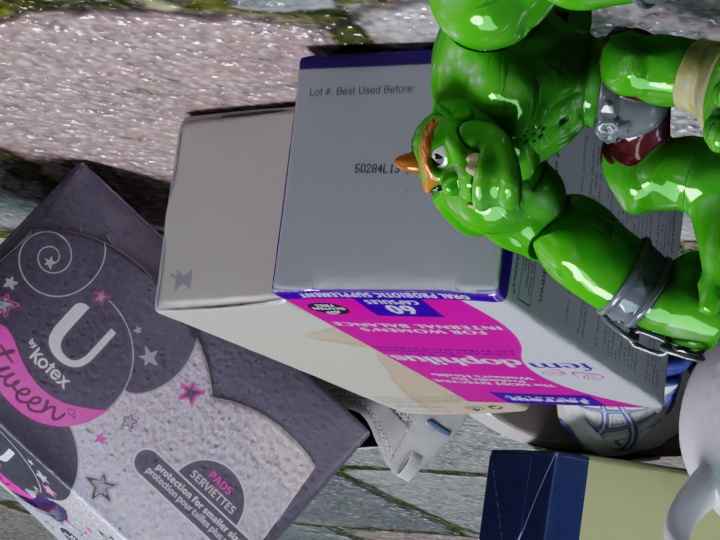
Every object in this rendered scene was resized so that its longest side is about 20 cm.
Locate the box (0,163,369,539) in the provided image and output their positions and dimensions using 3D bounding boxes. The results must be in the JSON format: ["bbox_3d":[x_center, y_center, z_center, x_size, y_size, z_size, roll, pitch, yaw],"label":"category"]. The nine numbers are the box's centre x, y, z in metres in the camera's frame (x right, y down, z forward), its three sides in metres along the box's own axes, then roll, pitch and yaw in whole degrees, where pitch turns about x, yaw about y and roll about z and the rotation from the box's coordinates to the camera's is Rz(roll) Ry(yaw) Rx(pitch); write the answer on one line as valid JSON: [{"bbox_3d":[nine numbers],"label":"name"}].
[{"bbox_3d":[-0.119,0.068,1.196,0.200,0.132,0.115,43,160,-3],"label":"box"}]

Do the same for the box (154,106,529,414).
[{"bbox_3d":[0.000,0.000,1.104,0.077,0.096,0.200,-3,163,36],"label":"box"}]

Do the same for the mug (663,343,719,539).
[{"bbox_3d":[0.236,0.101,1.181,0.175,0.200,0.148,15,131,46],"label":"mug"}]

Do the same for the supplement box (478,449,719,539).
[{"bbox_3d":[0.171,0.211,1.334,0.199,0.201,0.134,9,175,-12],"label":"supplement box"}]

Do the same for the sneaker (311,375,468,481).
[{"bbox_3d":[-0.014,0.054,1.276,0.075,0.082,0.200,37,171,-31],"label":"sneaker"}]

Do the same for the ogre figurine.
[{"bbox_3d":[0.079,-0.053,0.821,0.119,0.099,0.200,15,161,17],"label":"ogre figurine"}]

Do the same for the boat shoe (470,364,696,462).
[{"bbox_3d":[0.111,0.080,1.391,0.199,0.075,0.093,16,157,-30],"label":"boat shoe"}]

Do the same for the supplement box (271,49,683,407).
[{"bbox_3d":[0.056,-0.012,1.003,0.101,0.104,0.200,0,166,27],"label":"supplement box"}]

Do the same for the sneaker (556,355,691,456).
[{"bbox_3d":[0.147,0.055,1.277,0.088,0.076,0.200,-1,164,33],"label":"sneaker"}]
